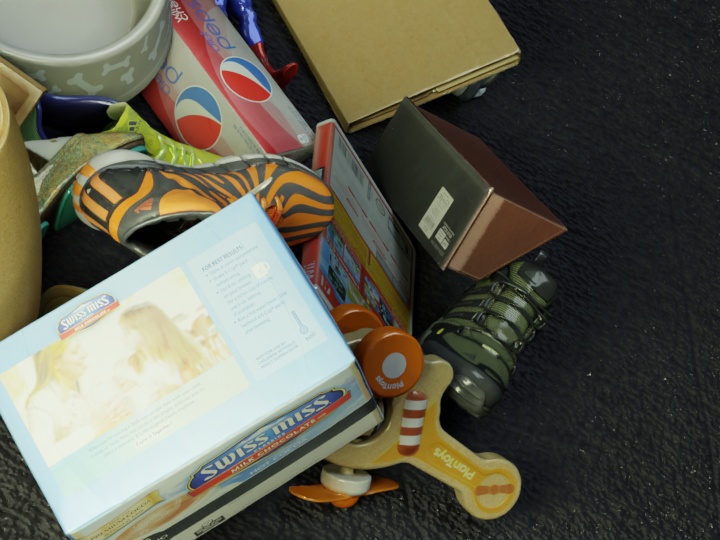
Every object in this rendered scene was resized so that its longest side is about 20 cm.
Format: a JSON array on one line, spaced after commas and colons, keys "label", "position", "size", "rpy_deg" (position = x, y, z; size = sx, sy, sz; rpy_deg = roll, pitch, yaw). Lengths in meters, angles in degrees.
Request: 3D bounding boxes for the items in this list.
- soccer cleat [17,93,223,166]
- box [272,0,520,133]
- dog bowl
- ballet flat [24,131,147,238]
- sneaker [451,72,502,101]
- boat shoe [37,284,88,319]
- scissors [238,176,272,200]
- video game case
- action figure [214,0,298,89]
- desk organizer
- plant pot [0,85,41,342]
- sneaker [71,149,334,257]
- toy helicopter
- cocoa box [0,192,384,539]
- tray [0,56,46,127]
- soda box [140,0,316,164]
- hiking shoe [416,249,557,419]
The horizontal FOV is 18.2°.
[{"label": "soccer cleat", "position": [-0.163, -0.082, 1.595], "size": [0.200, 0.084, 0.065], "rpy_deg": [11, 46, -32]}, {"label": "box", "position": [0.017, -0.224, 1.885], "size": [0.163, 0.021, 0.200], "rpy_deg": [-24, 65, -12]}, {"label": "dog bowl", "position": [-0.230, -0.207, 1.631], "size": [0.200, 0.059, 0.200], "rpy_deg": [8, 58, -13]}, {"label": "ballet flat", "position": [-0.223, -0.047, 1.496], "size": [0.071, 0.071, 0.200], "rpy_deg": [42, 55, 2]}, {"label": "sneaker", "position": [0.087, -0.226, 1.975], "size": [0.108, 0.070, 0.200], "rpy_deg": [28, 45, -8]}, {"label": "boat shoe", "position": [-0.129, 0.079, 1.481], "size": [0.200, 0.074, 0.066], "rpy_deg": [38, 12, 9]}, {"label": "scissors", "position": [-0.127, -0.003, 1.405], "size": [0.014, 0.200, 0.073], "rpy_deg": [53, 12, 2]}, {"label": "video game case", "position": [0.000, 0.000, 1.647], "size": [0.143, 0.017, 0.200], "rpy_deg": [57, 22, -33]}, {"label": "action figure", "position": [-0.116, -0.233, 1.830], "size": [0.065, 0.052, 0.200], "rpy_deg": [-7, 54, -40]}, {"label": "desk organizer", "position": [0.078, -0.056, 1.730], "size": [0.077, 0.072, 0.200], "rpy_deg": [25, 14, -27]}, {"label": "plant pot", "position": [-0.265, -0.041, 1.325], "size": [0.186, 0.200, 0.187], "rpy_deg": [8, 59, -15]}, {"label": "sneaker", "position": [-0.086, -0.025, 1.492], "size": [0.200, 0.078, 0.112], "rpy_deg": [-1, 27, -35]}, {"label": "toy helicopter", "position": [0.030, 0.122, 1.547], "size": [0.200, 0.132, 0.079], "rpy_deg": [35, -3, -29]}, {"label": "cocoa box", "position": [-0.107, 0.073, 1.363], "size": [0.133, 0.200, 0.131], "rpy_deg": [58, -4, 21]}, {"label": "tray", "position": [-0.321, -0.139, 1.504], "size": [0.200, 0.099, 0.037], "rpy_deg": [35, 6, -6]}, {"label": "soda box", "position": [-0.121, -0.146, 1.712], "size": [0.063, 0.070, 0.200], "rpy_deg": [-18, 65, -48]}, {"label": "hiking shoe", "position": [0.096, 0.037, 1.655], "size": [0.076, 0.101, 0.200], "rpy_deg": [36, 19, -5]}]
